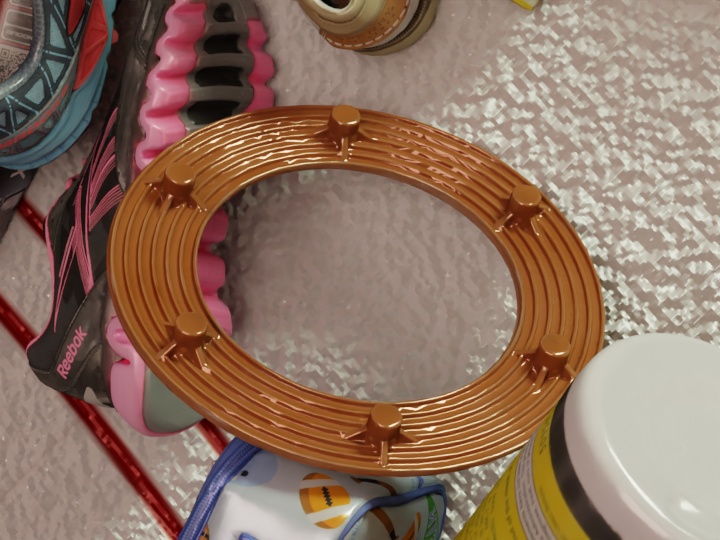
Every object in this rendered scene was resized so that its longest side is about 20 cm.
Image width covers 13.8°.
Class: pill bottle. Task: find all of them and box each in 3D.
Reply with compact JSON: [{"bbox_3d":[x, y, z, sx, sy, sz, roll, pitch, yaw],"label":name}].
[{"bbox_3d":[0.086,0.127,1.126,0.114,0.114,0.200,47,131,15],"label":"pill bottle"}]

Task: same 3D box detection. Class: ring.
[{"bbox_3d":[0.000,0.000,1.166,0.200,0.200,0.019,33,136,17],"label":"ring"}]

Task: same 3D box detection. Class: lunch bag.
[{"bbox_3d":[-0.047,0.148,1.173,0.075,0.160,0.201,29,98,17],"label":"lunch bag"}]

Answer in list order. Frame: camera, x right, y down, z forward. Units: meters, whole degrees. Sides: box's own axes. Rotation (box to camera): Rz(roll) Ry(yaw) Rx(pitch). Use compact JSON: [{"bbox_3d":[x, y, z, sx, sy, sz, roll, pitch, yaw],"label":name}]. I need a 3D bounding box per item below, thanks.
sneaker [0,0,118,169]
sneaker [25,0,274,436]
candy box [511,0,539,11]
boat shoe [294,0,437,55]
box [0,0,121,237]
[{"bbox_3d":[-0.133,-0.142,1.203,0.079,0.095,0.201,7,90,18],"label":"sneaker"},{"bbox_3d":[-0.098,-0.034,1.259,0.095,0.079,0.201,8,87,39],"label":"sneaker"},{"bbox_3d":[0.017,-0.191,1.171,0.103,0.199,0.026,-58,29,7],"label":"candy box"},{"bbox_3d":[-0.029,-0.186,1.234,0.074,0.068,0.201,-31,79,15],"label":"boat shoe"},{"bbox_3d":[-0.217,-0.117,1.307,0.199,0.050,0.158,31,97,17],"label":"box"}]
